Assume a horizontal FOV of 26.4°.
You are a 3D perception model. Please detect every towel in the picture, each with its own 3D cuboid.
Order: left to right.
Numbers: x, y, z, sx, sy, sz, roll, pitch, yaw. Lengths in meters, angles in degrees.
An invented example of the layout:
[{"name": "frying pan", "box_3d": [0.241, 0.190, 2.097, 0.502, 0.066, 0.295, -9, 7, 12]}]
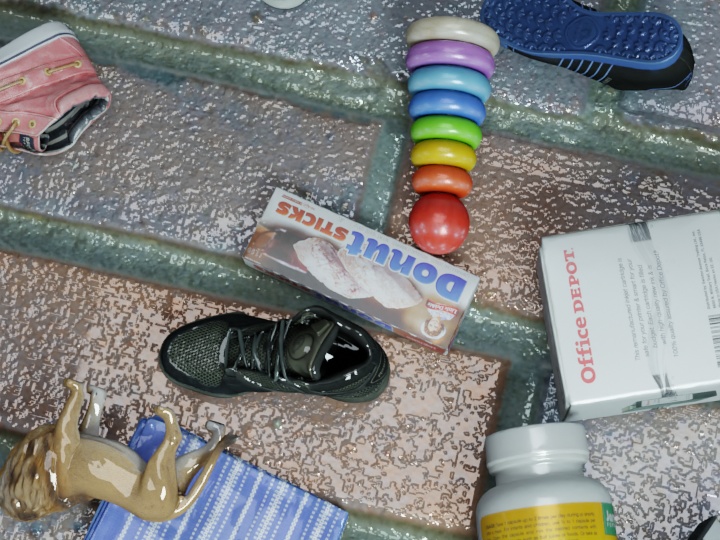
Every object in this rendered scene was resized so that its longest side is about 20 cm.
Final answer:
[{"name": "towel", "box_3d": [-0.125, 0.224, 1.282, 0.198, 0.024, 0.146, 24, 78, 9]}]

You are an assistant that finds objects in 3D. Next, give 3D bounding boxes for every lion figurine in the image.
[{"name": "lion figurine", "box_3d": [-0.201, 0.163, 1.254, 0.198, 0.072, 0.124, 13, 83, 20]}]

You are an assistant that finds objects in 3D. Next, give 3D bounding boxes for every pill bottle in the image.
[{"name": "pill bottle", "box_3d": [0.151, 0.229, 1.222, 0.111, 0.113, 0.203, -6, 74, 1]}]

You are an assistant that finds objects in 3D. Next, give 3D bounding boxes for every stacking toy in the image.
[{"name": "stacking toy", "box_3d": [0.072, -0.114, 1.343, 0.084, 0.085, 0.203, 6, 80, 4]}]

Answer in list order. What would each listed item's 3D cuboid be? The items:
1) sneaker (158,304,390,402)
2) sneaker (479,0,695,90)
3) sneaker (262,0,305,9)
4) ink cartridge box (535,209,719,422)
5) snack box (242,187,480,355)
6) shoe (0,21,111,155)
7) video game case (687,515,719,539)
[{"name": "sneaker", "box_3d": [-0.076, 0.065, 1.278, 0.196, 0.114, 0.077, 7, 73, 6]}, {"name": "sneaker", "box_3d": [0.202, -0.200, 1.367, 0.198, 0.078, 0.071, 20, 78, 30]}, {"name": "sneaker", "box_3d": [-0.043, -0.346, 1.388, 0.075, 0.115, 0.203, 19, 76, 8]}, {"name": "ink cartridge box", "box_3d": [0.253, 0.036, 1.284, 0.197, 0.084, 0.148, -8, 74, 1]}, {"name": "snack box", "box_3d": [0.000, 0.000, 1.337, 0.198, 0.024, 0.073, 24, 76, 9]}, {"name": "shoe", "box_3d": [-0.321, -0.134, 1.364, 0.199, 0.072, 0.091, -34, 70, -11]}, {"name": "video game case", "box_3d": [0.282, 0.319, 1.174, 0.181, 0.026, 0.200, 47, 53, 1]}]
